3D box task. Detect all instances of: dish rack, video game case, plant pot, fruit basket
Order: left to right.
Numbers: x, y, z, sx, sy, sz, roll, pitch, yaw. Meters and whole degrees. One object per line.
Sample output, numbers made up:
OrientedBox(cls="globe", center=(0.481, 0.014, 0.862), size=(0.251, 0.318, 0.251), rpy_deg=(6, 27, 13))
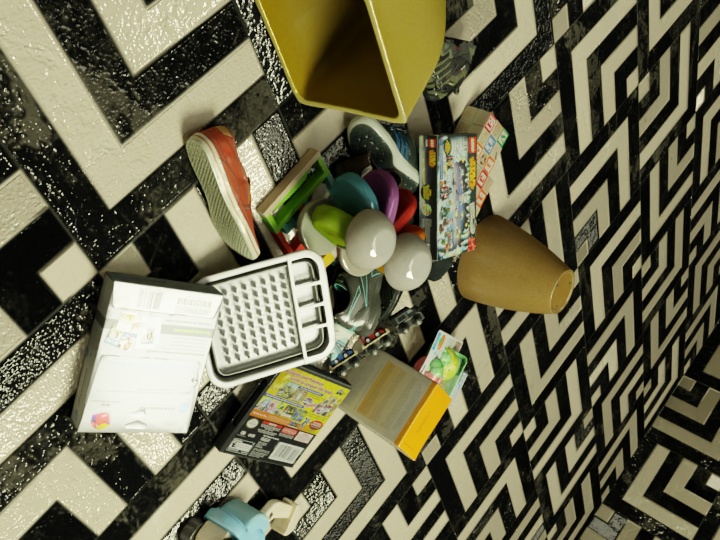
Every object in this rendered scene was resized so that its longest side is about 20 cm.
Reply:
OrientedBox(cls="dish rack", center=(-0.140, 0.064, 1.113), size=(0.196, 0.043, 0.176), rpy_deg=(-16, 113, -18))
OrientedBox(cls="video game case", center=(-0.122, 0.236, 1.277), size=(0.182, 0.025, 0.199), rpy_deg=(-53, 143, 4))
OrientedBox(cls="plant pot", center=(0.011, -0.346, 1.013), size=(0.201, 0.193, 0.196), rpy_deg=(-52, 142, -25))
OrientedBox(cls="fruit basket", center=(0.148, 0.217, 1.545), size=(0.188, 0.092, 0.200), rpy_deg=(-64, 162, -2))
OrientedBox(cls="plant pot", center=(0.330, 0.006, 1.581), size=(0.185, 0.198, 0.190), rpy_deg=(-26, 128, -39))

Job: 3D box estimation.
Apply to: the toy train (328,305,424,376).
OrientedBox(cls="toy train", center=(0.023, 0.123, 1.355), size=(0.198, 0.046, 0.034), rpy_deg=(-34, 173, -1))

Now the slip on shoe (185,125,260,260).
OrientedBox(cls="slip on shoe", center=(-0.169, -0.100, 1.028), size=(0.061, 0.073, 0.203), rpy_deg=(-41, 132, -31))

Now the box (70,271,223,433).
OrientedBox(cls="box", center=(-0.277, 0.112, 1.009), size=(0.153, 0.041, 0.204), rpy_deg=(9, 102, -37))

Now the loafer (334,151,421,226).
OrientedBox(cls="loafer", center=(0.043, -0.116, 1.231), size=(0.071, 0.074, 0.199), rpy_deg=(-30, 138, 25))

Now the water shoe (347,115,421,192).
OrientedBox(cls="water shoe", center=(0.041, -0.202, 1.241), size=(0.200, 0.070, 0.081), rpy_deg=(43, 49, -50))

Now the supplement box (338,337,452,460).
OrientedBox(cls="supplement box", center=(0.045, 0.222, 1.356), size=(0.127, 0.198, 0.074), rpy_deg=(-54, 138, -10))

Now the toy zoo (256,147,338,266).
OrientedBox(cls="toy zoo", center=(-0.073, -0.071, 1.196), size=(0.132, 0.020, 0.201), rpy_deg=(-50, 140, -19))

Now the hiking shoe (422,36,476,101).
OrientedBox(cls="hiking shoe", center=(0.119, -0.323, 1.242), size=(0.198, 0.075, 0.103), rpy_deg=(-14, 117, -47))

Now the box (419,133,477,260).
OrientedBox(cls="box", center=(0.149, -0.127, 1.306), size=(0.136, 0.039, 0.205), rpy_deg=(-16, 108, -53))

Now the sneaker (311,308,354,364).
OrientedBox(cls="sneaker", center=(-0.083, 0.110, 1.243), size=(0.198, 0.077, 0.088), rpy_deg=(14, 103, -52))

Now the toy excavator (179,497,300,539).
OrientedBox(cls="toy excavator", center=(-0.182, 0.433, 1.299), size=(0.200, 0.098, 0.197), rpy_deg=(-48, 142, -34))

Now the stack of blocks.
OrientedBox(cls="stack of blocks", center=(0.197, -0.183, 1.429), size=(0.115, 0.058, 0.203), rpy_deg=(30, 86, -53))

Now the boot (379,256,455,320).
OrientedBox(cls="boot", center=(0.094, 0.003, 1.393), size=(0.166, 0.075, 0.205), rpy_deg=(16, 91, -49))

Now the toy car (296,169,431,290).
OrientedBox(cls="toy car", center=(0.018, -0.069, 1.134), size=(0.198, 0.173, 0.153), rpy_deg=(28, 83, -41))

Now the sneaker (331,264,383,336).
OrientedBox(cls="sneaker", center=(0.000, 0.000, 1.257), size=(0.078, 0.075, 0.205), rpy_deg=(18, 71, -33))
